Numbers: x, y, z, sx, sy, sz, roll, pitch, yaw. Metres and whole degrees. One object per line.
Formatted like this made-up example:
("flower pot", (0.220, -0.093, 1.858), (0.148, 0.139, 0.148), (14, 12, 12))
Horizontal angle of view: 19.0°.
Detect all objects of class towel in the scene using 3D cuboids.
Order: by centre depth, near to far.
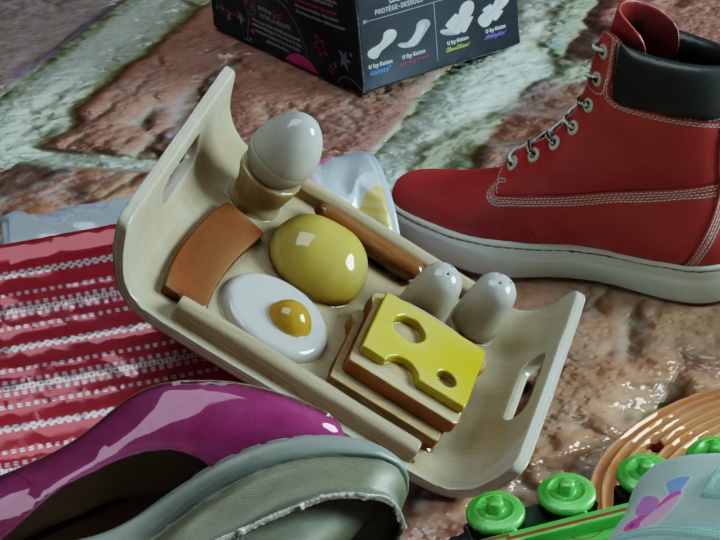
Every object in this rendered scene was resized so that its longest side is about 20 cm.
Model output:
("towel", (-0.095, 0.053, 0.927), (0.144, 0.023, 0.201), (-11, 49, -13))

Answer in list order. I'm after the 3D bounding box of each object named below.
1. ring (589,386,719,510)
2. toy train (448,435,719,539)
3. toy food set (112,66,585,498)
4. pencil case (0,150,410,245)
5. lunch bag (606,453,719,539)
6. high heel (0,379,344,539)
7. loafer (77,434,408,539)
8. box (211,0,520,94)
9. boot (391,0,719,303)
("ring", (0.190, 0.094, 0.857), (0.199, 0.019, 0.201), (-6, 25, 3))
("toy train", (0.131, 0.093, 0.808), (0.199, 0.042, 0.056), (-13, 37, -12))
("toy food set", (0.000, 0.000, 0.945), (0.199, 0.061, 0.144), (31, 36, -3))
("pencil case", (-0.077, -0.002, 1.045), (0.199, 0.084, 0.091), (-12, 22, -13))
("lunch bag", (0.153, 0.134, 0.611), (0.199, 0.161, 0.077), (6, 27, 23))
("high heel", (-0.101, 0.102, 0.826), (0.199, 0.068, 0.097), (-9, 48, 1))
("loafer", (-0.065, 0.127, 0.800), (0.199, 0.075, 0.070), (-23, 52, -15))
("box", (-0.003, -0.210, 1.433), (0.132, 0.115, 0.200), (-20, 29, -27))
("boot", (0.100, -0.070, 1.077), (0.199, 0.145, 0.072), (7, 30, 29))
